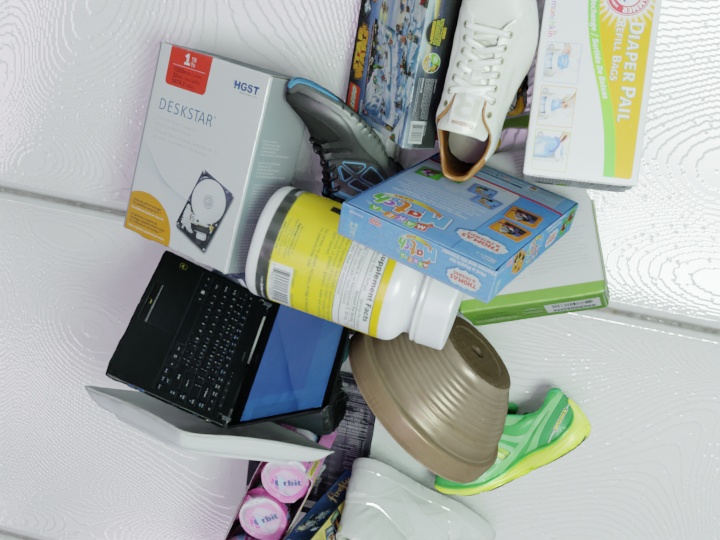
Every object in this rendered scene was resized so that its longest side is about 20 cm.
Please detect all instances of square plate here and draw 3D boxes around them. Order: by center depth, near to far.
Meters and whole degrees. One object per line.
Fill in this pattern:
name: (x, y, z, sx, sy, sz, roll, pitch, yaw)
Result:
square plate: (-0.162, 0.165, 1.002, 0.200, 0.198, 0.029, 12, 85, 46)

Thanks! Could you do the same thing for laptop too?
laptop: (-0.121, 0.055, 0.952, 0.199, 0.178, 0.103, 26, 134, -10)

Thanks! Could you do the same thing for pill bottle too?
pill bottle: (0.000, 0.000, 0.922, 0.199, 0.114, 0.115, 19, 113, 9)

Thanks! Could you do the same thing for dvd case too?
dvd case: (-0.060, 0.208, 1.160, 0.148, 0.016, 0.201, 11, 111, 8)

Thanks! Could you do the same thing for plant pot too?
plant pot: (0.090, 0.112, 0.992, 0.201, 0.201, 0.093, 44, 111, -6)

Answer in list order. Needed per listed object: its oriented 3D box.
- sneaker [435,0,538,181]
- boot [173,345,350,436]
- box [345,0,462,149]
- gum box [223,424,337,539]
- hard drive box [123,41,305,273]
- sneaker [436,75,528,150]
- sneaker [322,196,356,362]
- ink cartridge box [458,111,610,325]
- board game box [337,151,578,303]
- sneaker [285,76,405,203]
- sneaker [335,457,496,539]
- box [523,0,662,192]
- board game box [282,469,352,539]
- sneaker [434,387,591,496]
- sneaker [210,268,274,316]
sneaker: (0.110, -0.167, 0.847, 0.072, 0.085, 0.201, 15, 129, 12)
boot: (-0.108, 0.126, 1.035, 0.167, 0.200, 0.077, 9, 79, 17)
box: (0.042, -0.232, 0.913, 0.040, 0.137, 0.201, -2, 115, -27)
gum box: (-0.101, 0.269, 1.120, 0.066, 0.114, 0.201, 27, 113, 2)
hard drive box: (-0.149, -0.116, 0.982, 0.155, 0.077, 0.201, 21, 103, 31)
sneaker: (0.135, -0.198, 0.920, 0.082, 0.078, 0.200, 31, 134, 11)
sneaker: (-0.010, 0.017, 1.048, 0.080, 0.071, 0.201, 8, 110, 14)
ink cartridge box: (0.170, -0.056, 0.988, 0.147, 0.076, 0.201, -9, 74, 16)
board game box: (0.094, -0.049, 0.872, 0.151, 0.200, 0.037, 26, 121, 22)
sneaker: (-0.012, -0.106, 0.944, 0.082, 0.073, 0.200, -43, 119, 3)
sneaker: (0.060, 0.312, 1.099, 0.199, 0.116, 0.074, 30, 147, -15)
box: (0.212, -0.179, 0.879, 0.101, 0.112, 0.201, 7, 93, 10)
board game box: (-0.038, 0.341, 1.087, 0.034, 0.200, 0.136, -1, 111, 31)
sneaker: (0.167, 0.196, 1.087, 0.200, 0.074, 0.084, -33, 74, 25)
sneaker: (-0.126, -0.037, 1.055, 0.108, 0.070, 0.201, -2, 112, 12)
